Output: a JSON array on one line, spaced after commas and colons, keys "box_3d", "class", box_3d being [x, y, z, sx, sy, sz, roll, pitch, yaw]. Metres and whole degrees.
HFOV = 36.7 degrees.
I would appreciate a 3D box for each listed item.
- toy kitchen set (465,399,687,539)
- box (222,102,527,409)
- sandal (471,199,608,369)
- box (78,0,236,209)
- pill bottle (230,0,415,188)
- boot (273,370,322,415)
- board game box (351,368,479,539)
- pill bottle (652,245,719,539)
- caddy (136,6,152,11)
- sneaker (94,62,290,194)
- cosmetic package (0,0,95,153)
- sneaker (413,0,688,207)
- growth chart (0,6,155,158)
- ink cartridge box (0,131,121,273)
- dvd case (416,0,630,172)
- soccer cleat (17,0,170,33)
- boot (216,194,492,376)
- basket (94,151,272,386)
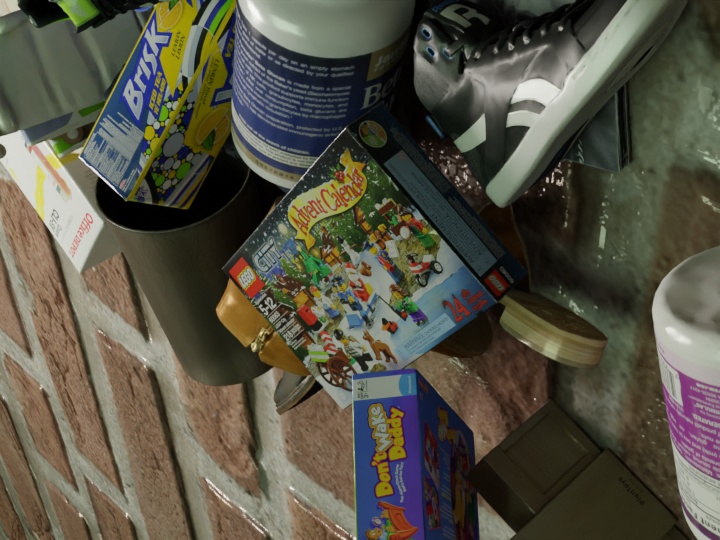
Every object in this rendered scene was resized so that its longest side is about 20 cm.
[{"box_3d": [0.131, 0.247, 0.810, 0.200, 0.163, 0.180, 47, 148, 15], "class": "toy kitchen set"}, {"box_3d": [0.000, 0.000, 0.716, 0.137, 0.038, 0.200, 49, 141, 1], "class": "box"}, {"box_3d": [0.093, -0.012, 0.731, 0.212, 0.078, 0.070, 36, 110, 47], "class": "sandal"}, {"box_3d": [-0.118, -0.146, 0.778, 0.064, 0.070, 0.200, 39, 106, 26], "class": "box"}, {"box_3d": [-0.025, -0.152, 0.694, 0.111, 0.111, 0.200, 43, 150, 20], "class": "pill bottle"}, {"box_3d": [-0.049, 0.048, 0.958, 0.097, 0.075, 0.200, 48, 136, 10], "class": "boot"}, {"box_3d": [0.044, 0.160, 0.764, 0.045, 0.135, 0.200, -7, 158, 14], "class": "board game box"}, {"box_3d": [0.226, 0.092, 0.588, 0.112, 0.112, 0.200, 15, 131, 47], "class": "pill bottle"}, {"box_3d": [-0.173, -0.290, 0.788, 0.141, 0.105, 0.200, 23, 147, 11], "class": "caddy"}, {"box_3d": [-0.127, -0.102, 0.865, 0.146, 0.077, 0.202, -46, 69, 22], "class": "sneaker"}, {"box_3d": [-0.247, -0.213, 0.959, 0.087, 0.103, 0.200, 10, 126, 53], "class": "cosmetic package"}, {"box_3d": [0.085, -0.122, 0.589, 0.112, 0.073, 0.200, 48, 149, 8], "class": "sneaker"}, {"box_3d": [-0.234, -0.166, 0.907, 0.018, 0.200, 0.145, 24, 129, 61], "class": "growth chart"}, {"box_3d": [-0.307, -0.117, 1.144, 0.200, 0.083, 0.145, 53, 148, 4], "class": "ink cartridge box"}, {"box_3d": [0.087, -0.162, 0.634, 0.149, 0.016, 0.200, 23, 135, 42], "class": "dvd case"}, {"box_3d": [-0.152, -0.192, 0.710, 0.200, 0.081, 0.068, 3, 137, 46], "class": "soccer cleat"}, {"box_3d": [-0.010, 0.039, 0.844, 0.201, 0.071, 0.144, 32, 132, 4], "class": "boot"}, {"box_3d": [-0.138, -0.005, 0.974, 0.180, 0.136, 0.200, -124, 15, -53], "class": "basket"}]
